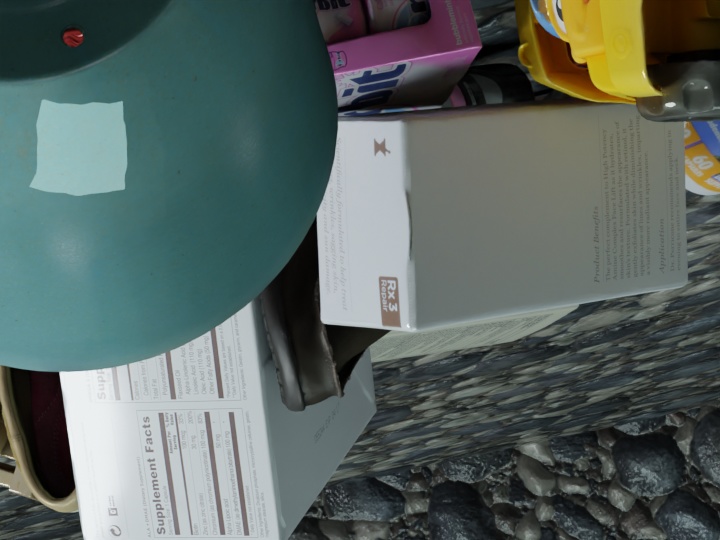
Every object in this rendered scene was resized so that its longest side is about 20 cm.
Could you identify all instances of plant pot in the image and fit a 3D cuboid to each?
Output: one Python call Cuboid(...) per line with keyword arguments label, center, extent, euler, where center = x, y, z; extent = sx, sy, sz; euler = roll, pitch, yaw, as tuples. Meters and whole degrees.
Cuboid(label="plant pot", center=(-0.108, -0.087, 0.864), extent=(0.199, 0.202, 0.161), euler=(-13, 158, -5))

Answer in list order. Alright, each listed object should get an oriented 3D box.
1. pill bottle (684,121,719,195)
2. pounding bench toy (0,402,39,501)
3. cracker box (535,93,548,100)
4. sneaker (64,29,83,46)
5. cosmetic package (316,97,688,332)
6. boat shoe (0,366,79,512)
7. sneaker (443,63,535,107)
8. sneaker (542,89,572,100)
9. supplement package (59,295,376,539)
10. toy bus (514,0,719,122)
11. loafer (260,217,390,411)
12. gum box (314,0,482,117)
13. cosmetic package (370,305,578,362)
Cuboid(label="pill bottle", center=(0.250, -0.123, 1.330), extent=(0.199, 0.113, 0.112), euler=(-23, 166, 38))
Cuboid(label="pounding bench toy", center=(-0.220, 0.019, 1.442), extent=(0.155, 0.202, 0.124), euler=(17, 173, 8))
Cuboid(label="cracker box", center=(0.119, -0.069, 1.576), extent=(0.198, 0.058, 0.134), euler=(-14, 169, -2))
Cuboid(label="sneaker", center=(-0.131, -0.099, 1.108), extent=(0.198, 0.079, 0.115), euler=(-6, -178, 27))
Cuboid(label="cosmetic package", center=(0.072, -0.032, 1.208), extent=(0.199, 0.103, 0.074), euler=(-6, -174, -41))
Cuboid(label="boat shoe", center=(-0.162, 0.031, 1.323), extent=(0.073, 0.202, 0.066), euler=(-11, -179, 9))
Cuboid(label="sneaker", center=(0.035, -0.071, 1.449), extent=(0.095, 0.080, 0.200), euler=(-21, 175, -32))
Cuboid(label="sneaker", center=(0.133, -0.074, 1.406), extent=(0.080, 0.072, 0.200), euler=(-38, 176, 34))
Cuboid(label="supplement package", center=(-0.074, 0.038, 1.318), extent=(0.110, 0.157, 0.200), euler=(-2, -164, 15))
Cuboid(label="toy bus", center=(0.138, -0.132, 1.158), extent=(0.199, 0.137, 0.191), euler=(-2, 180, -42))
Cuboid(label="loafer", center=(0.000, 0.000, 1.251), extent=(0.071, 0.074, 0.200), euler=(-4, -150, 15))
Cuboid(label="gum box", center=(-0.019, -0.101, 1.210), extent=(0.113, 0.067, 0.200), euler=(-13, 169, -13))
Cuboid(label="cosmetic package", center=(0.045, 0.011, 1.804), extent=(0.199, 0.088, 0.103), euler=(-6, 165, -32))
